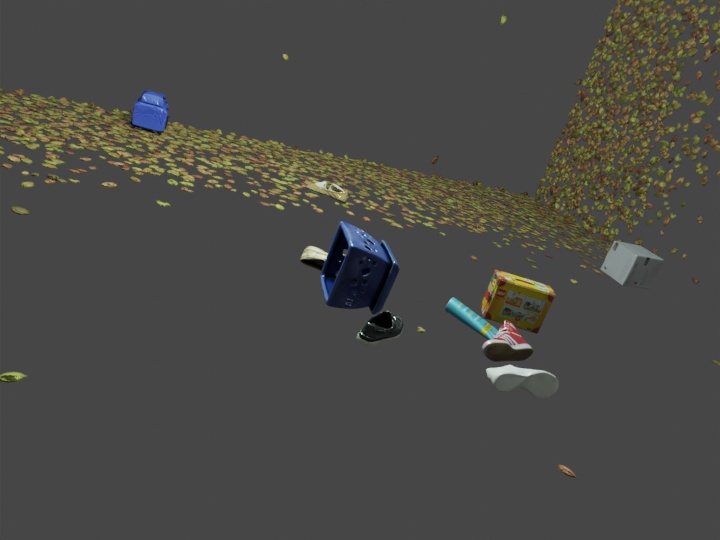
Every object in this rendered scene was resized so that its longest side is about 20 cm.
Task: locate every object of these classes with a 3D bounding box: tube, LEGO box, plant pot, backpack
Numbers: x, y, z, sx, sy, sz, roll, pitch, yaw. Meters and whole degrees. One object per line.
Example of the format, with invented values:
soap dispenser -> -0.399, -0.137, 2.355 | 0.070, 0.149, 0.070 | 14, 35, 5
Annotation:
tube -> 0.356, 0.161, 1.789 | 0.199, 0.051, 0.077 | 36, 37, 22
LEGO box -> 0.517, 0.103, 1.901 | 0.196, 0.151, 0.077 | 16, 22, -5
plant pot -> 0.000, 0.000, 1.681 | 0.177, 0.203, 0.201 | 17, 21, -18
backpack -> -0.963, -0.743, 2.667 | 0.160, 0.170, 0.200 | 17, 17, -21

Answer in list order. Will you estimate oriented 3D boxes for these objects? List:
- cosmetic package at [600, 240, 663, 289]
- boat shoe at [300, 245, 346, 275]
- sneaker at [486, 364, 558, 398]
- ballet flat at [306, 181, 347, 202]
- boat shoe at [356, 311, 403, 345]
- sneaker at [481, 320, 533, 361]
cosmetic package -> 1.333, -0.027, 2.825 | 0.197, 0.167, 0.165 | 6, 25, -26
boat shoe -> -0.096, -0.013, 1.814 | 0.196, 0.073, 0.077 | 14, 36, 8
sneaker -> 0.431, 0.284, 1.533 | 0.196, 0.077, 0.089 | 11, 11, -15
ballet flat -> -0.145, -0.365, 2.570 | 0.197, 0.064, 0.069 | 21, 22, 5
boat shoe -> 0.064, 0.144, 1.559 | 0.074, 0.067, 0.198 | 32, 26, 32
sneaker -> 0.405, 0.201, 1.670 | 0.197, 0.072, 0.113 | 12, 36, -36
